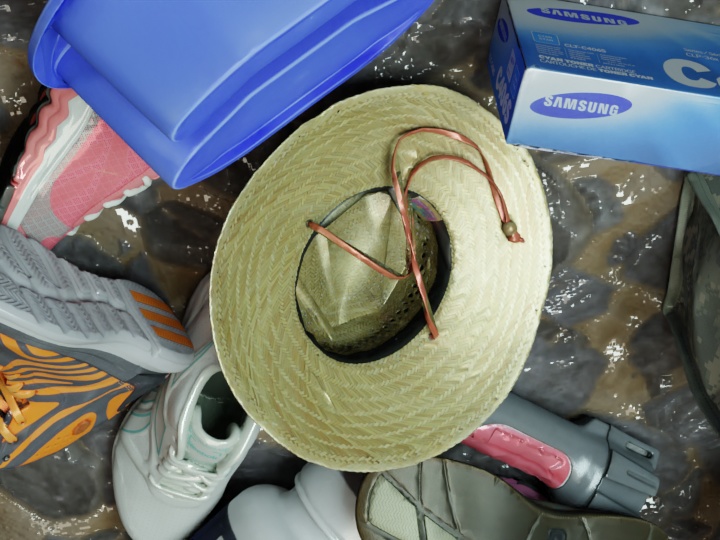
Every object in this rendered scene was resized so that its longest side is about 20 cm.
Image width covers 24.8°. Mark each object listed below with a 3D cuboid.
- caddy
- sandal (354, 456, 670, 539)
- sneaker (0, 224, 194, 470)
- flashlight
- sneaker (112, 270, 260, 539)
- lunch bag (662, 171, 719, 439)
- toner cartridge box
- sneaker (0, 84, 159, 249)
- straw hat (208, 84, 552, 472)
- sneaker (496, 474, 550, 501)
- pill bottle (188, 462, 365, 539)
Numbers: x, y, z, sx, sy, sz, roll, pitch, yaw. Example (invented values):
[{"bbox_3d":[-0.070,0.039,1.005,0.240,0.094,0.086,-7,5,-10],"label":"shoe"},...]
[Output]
[{"bbox_3d":[-0.052,-0.131,0.719,0.200,0.141,0.105,-38,81,-15],"label":"caddy"},{"bbox_3d":[0.084,0.152,0.919,0.200,0.055,0.082,12,86,-22],"label":"sandal"},{"bbox_3d":[-0.177,0.048,0.822,0.112,0.078,0.200,-42,146,13],"label":"sneaker"},{"bbox_3d":[0.075,0.099,0.942,0.200,0.068,0.068,28,133,-19],"label":"flashlight"},{"bbox_3d":[-0.095,0.092,0.924,0.070,0.080,0.200,16,121,-14],"label":"sneaker"},{"bbox_3d":[0.258,0.039,0.834,0.164,0.200,0.118,0,121,-3],"label":"lunch bag"},{"bbox_3d":[0.168,-0.087,0.814,0.200,0.095,0.043,7,120,-7],"label":"toner cartridge box"},{"bbox_3d":[-0.130,-0.059,0.832,0.087,0.074,0.200,23,118,-17],"label":"sneaker"},{"bbox_3d":[0.000,0.000,0.863,0.201,0.085,0.201,-4,99,-25],"label":"straw hat"},{"bbox_3d":[0.031,0.206,0.994,0.080,0.086,0.200,39,113,-21],"label":"sneaker"},{"bbox_3d":[-0.061,0.197,0.962,0.200,0.111,0.111,-43,115,8],"label":"pill bottle"}]
